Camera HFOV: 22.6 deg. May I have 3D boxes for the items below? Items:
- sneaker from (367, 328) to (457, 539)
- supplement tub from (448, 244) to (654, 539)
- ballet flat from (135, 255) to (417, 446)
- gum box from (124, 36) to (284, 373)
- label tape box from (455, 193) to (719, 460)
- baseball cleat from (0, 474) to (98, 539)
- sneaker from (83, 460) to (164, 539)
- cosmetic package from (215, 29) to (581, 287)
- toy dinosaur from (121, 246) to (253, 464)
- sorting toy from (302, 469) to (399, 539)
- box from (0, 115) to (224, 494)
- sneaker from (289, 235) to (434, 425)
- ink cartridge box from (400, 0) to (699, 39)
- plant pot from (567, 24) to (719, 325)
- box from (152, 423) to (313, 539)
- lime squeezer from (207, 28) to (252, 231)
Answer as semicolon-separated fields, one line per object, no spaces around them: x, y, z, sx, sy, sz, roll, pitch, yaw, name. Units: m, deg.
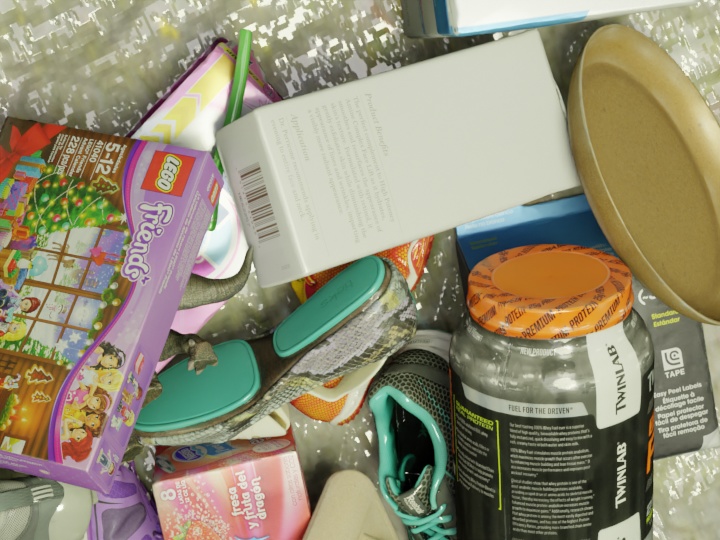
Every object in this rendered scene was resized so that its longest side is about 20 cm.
0.044;0.144;1.159;0.077;0.091;0.202;-11;99;28;sneaker
0.114;0.095;1.072;0.121;0.123;0.202;-6;114;-5;supplement tub
-0.048;0.067;1.109;0.199;0.072;0.072;-30;101;14;ballet flat
-0.111;-0.039;1.131;0.113;0.066;0.200;44;93;-12;gum box
0.144;0.028;1.172;0.143;0.063;0.202;-12;101;-4;label tape box
-0.237;0.168;1.099;0.106;0.200;0.070;-3;60;-35;baseball cleat
-0.163;0.152;1.167;0.083;0.081;0.202;-4;107;-23;sneaker
0.024;-0.067;1.071;0.198;0.074;0.103;-17;91;-26;cosmetic package
-0.148;0.045;1.056;0.200;0.077;0.102;-49;64;17;toy dinosaur
0.007;0.255;1.117;0.036;0.186;0.201;-5;130;29;sorting toy
-0.173;0.015;1.021;0.135;0.039;0.202;10;66;18;box
0.000;0.000;1.150;0.077;0.073;0.202;25;93;0;sneaker
0.103;-0.186;1.064;0.143;0.200;0.086;-8;97;-5;ink cartridge box
0.185;-0.056;1.114;0.027;0.200;0.201;-27;104;33;plant pot
-0.068;0.206;1.161;0.094;0.103;0.202;-12;102;-3;box
-0.111;-0.048;1.083;0.071;0.038;0.200;44;94;20;lime squeezer
